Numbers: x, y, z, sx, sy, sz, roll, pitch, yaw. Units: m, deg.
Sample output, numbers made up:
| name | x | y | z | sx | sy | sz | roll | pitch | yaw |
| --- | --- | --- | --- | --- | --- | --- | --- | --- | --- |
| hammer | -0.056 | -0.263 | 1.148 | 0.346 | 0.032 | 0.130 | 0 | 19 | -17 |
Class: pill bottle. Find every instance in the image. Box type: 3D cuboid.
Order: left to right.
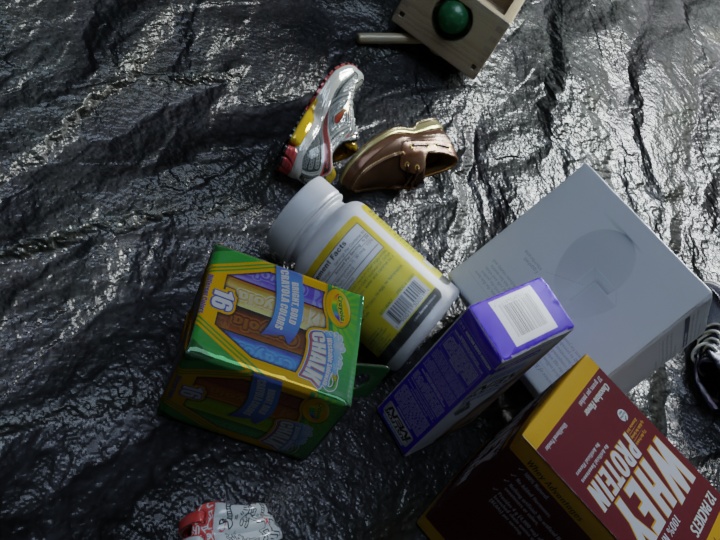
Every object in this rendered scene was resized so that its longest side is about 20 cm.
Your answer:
| name | x | y | z | sx | sy | sz | roll | pitch | yaw |
| --- | --- | --- | --- | --- | --- | --- | --- | --- | --- |
| pill bottle | 0.000 | 0.000 | 0.889 | 0.199 | 0.115 | 0.114 | 42 | 47 | 6 |

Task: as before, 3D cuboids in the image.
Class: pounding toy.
| name | x | y | z | sx | sy | sz | roll | pitch | yaw |
| --- | --- | --- | --- | --- | --- | --- | --- | --- | --- |
| pounding toy | 0.125 | -0.383 | 1.251 | 0.182 | 0.143 | 0.201 | 34 | 36 | -2 |

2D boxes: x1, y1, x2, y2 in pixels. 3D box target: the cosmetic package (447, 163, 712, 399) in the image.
| name | x | y | z | sx | sy | sz | roll | pitch | yaw |
| --- | --- | --- | --- | --- | --- | --- | --- | --- | --- |
| cosmetic package | 0.237 | 0.036 | 0.905 | 0.198 | 0.123 | 0.201 | -36 | 61 | 1 |

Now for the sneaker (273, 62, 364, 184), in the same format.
| name | x | y | z | sx | sy | sz | roll | pitch | yaw |
| --- | --- | --- | --- | --- | --- | --- | --- | --- | --- |
| sneaker | -0.038 | -0.179 | 1.037 | 0.081 | 0.078 | 0.203 | 31 | 56 | -9 |

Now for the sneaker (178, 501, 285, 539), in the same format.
| name | x | y | z | sx | sy | sz | roll | pitch | yaw |
| --- | --- | --- | --- | --- | --- | --- | --- | --- | --- |
| sneaker | -0.140 | 0.255 | 0.654 | 0.198 | 0.068 | 0.109 | -11 | 61 | -39 |

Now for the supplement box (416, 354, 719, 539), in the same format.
| name | x | y | z | sx | sy | sz | roll | pitch | yaw |
| --- | --- | --- | --- | --- | --- | --- | --- | --- | --- |
| supplement box | 0.195 | 0.231 | 0.765 | 0.198 | 0.201 | 0.132 | 46 | 47 | 10 |

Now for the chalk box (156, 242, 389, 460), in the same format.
| name | x | y | z | sx | sy | sz | roll | pitch | yaw |
| --- | --- | --- | --- | --- | --- | --- | --- | --- | --- |
| chalk box | -0.072 | 0.087 | 0.776 | 0.196 | 0.125 | 0.126 | 20 | 48 | -13 |

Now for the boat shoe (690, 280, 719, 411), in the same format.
| name | x | y | z | sx | sy | sz | roll | pitch | yaw |
| --- | --- | --- | --- | --- | --- | --- | --- | --- | --- |
| boat shoe | 0.480 | 0.099 | 1.107 | 0.091 | 0.075 | 0.204 | 9 | 53 | -32 |

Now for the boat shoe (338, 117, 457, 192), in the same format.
| name | x | y | z | sx | sy | sz | roll | pitch | yaw |
| --- | --- | --- | --- | --- | --- | --- | --- | --- | --- |
| boat shoe | 0.055 | -0.139 | 1.052 | 0.198 | 0.072 | 0.068 | -27 | 69 | -42 |

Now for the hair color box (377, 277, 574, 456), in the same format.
| name | x | y | z | sx | sy | sz | roll | pitch | yaw |
| --- | --- | --- | --- | --- | --- | --- | --- | --- | --- |
| hair color box | 0.109 | 0.099 | 0.815 | 0.108 | 0.201 | 0.066 | -18 | 66 | -37 |
